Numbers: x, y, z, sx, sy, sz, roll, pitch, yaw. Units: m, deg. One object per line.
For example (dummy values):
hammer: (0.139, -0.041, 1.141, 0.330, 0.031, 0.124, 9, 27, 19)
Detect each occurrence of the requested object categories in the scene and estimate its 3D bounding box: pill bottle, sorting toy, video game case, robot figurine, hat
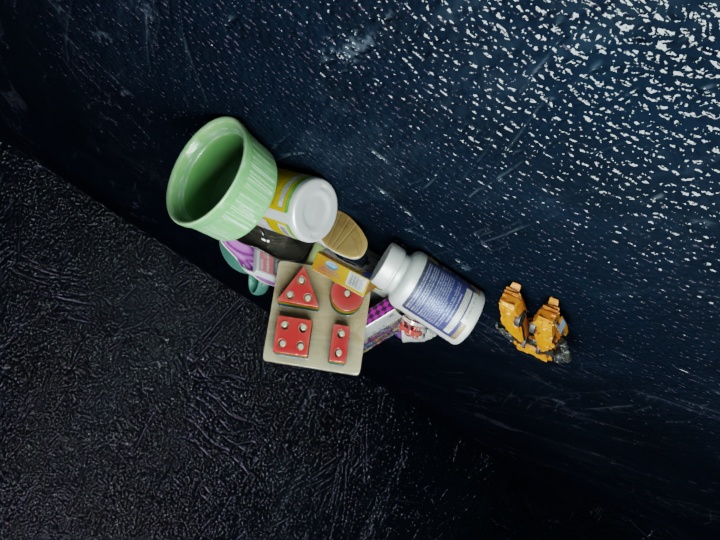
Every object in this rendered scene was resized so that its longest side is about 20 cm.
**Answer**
pill bottle: (0.120, 0.037, 1.257, 0.197, 0.113, 0.111, 32, 167, -6)
sorting toy: (-0.083, 0.089, 1.363, 0.194, 0.205, 0.070, 9, 166, -2)
video game case: (0.007, 0.137, 1.493, 0.036, 0.197, 0.181, 61, -172, 20)
robot figurine: (0.302, 0.098, 1.192, 0.142, 0.059, 0.201, 24, 165, 27)
hat: (-0.179, -0.115, 1.409, 0.196, 0.082, 0.203, 23, -146, -16)
pill bottle: (-0.144, -0.127, 1.246, 0.197, 0.113, 0.111, 19, 164, 41)
video game case: (-0.144, -0.026, 1.488, 0.197, 0.147, 0.017, 24, 141, -36)

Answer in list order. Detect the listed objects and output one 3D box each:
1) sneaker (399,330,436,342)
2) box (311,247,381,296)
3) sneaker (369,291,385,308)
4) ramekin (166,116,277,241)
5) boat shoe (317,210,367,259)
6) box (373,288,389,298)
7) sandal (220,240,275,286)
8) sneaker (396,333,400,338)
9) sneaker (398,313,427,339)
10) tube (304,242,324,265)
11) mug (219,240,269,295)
sneaker: (0.140, 0.120, 1.659, 0.096, 0.077, 0.201, 3, 159, 8)
box: (-0.007, -0.011, 1.368, 0.117, 0.042, 0.200, 27, -160, 12)
sneaker: (0.056, 0.052, 1.563, 0.072, 0.083, 0.202, 22, 143, -3)
ramekin: (-0.235, -0.151, 1.188, 0.197, 0.204, 0.097, 17, 170, 43)
boat shoe: (-0.061, -0.081, 1.335, 0.198, 0.071, 0.070, 36, 171, 23)
box: (0.000, 0.000, 1.484, 0.197, 0.040, 0.041, 29, -155, 28)
sandal: (-0.220, -0.022, 1.467, 0.201, 0.083, 0.050, 36, -165, -25)
sneaker: (0.038, 0.129, 1.843, 0.197, 0.085, 0.080, 33, 167, -12)
sneaker: (0.120, 0.077, 1.410, 0.066, 0.110, 0.202, 25, 166, 17)
tube: (-0.099, 0.009, 1.446, 0.051, 0.204, 0.058, 24, 166, 3)
mug: (-0.223, -0.058, 1.554, 0.113, 0.152, 0.187, -3, 124, 57)
